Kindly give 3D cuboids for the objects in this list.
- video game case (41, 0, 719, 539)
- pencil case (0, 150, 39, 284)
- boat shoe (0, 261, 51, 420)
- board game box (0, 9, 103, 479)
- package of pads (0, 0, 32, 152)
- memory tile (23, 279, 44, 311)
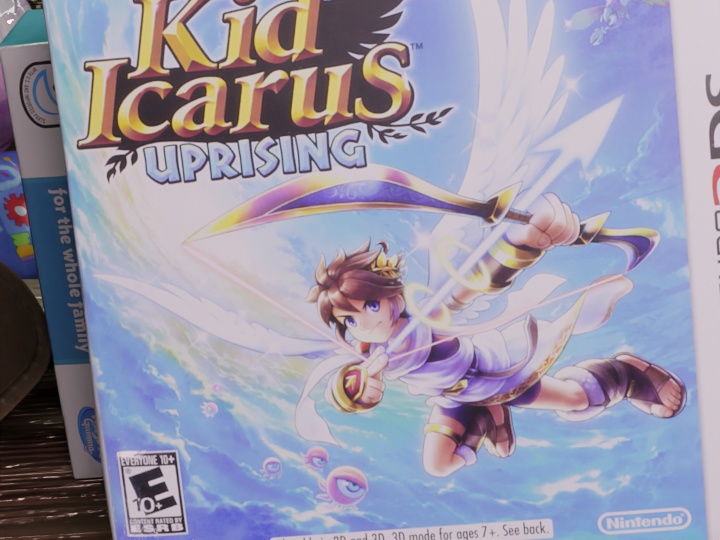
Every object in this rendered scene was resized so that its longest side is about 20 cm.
[{"bbox_3d":[0.020,-0.010,0.629,0.198,0.183,0.045,-5,12,6],"label":"video game case"},{"bbox_3d":[-0.157,-0.017,1.001,0.199,0.087,0.078,-17,-20,-47],"label":"pencil case"},{"bbox_3d":[-0.173,0.063,0.694,0.068,0.072,0.200,-30,2,35],"label":"boat shoe"},{"bbox_3d":[-0.006,-0.016,0.735,0.198,0.152,0.047,-5,21,7],"label":"board game box"},{"bbox_3d":[-0.230,-0.058,1.049,0.120,0.076,0.200,-13,-20,-31],"label":"package of pads"},{"bbox_3d":[-0.102,0.016,0.888,0.153,0.017,0.199,5,3,41],"label":"memory tile"}]
